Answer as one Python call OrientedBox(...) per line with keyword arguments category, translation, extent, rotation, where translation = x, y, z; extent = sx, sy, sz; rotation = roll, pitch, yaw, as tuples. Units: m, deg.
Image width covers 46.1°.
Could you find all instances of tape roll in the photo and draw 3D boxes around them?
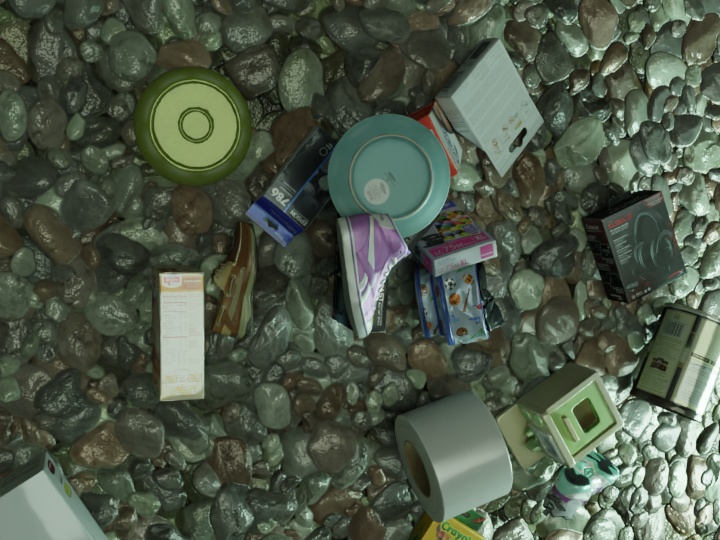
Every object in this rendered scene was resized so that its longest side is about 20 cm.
OrientedBox(category="tape roll", translation=(0.163, 0.332, 1.520), extent=(0.139, 0.203, 0.204), rotation=(-17, 100, -16))

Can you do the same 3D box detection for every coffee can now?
OrientedBox(category="coffee can", translation=(0.645, 0.183, 1.689), extent=(0.146, 0.146, 0.201), rotation=(23, 87, -18))

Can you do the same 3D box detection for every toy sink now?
OrientedBox(category="toy sink", translation=(0.384, 0.293, 1.634), extent=(0.200, 0.112, 0.131), rotation=(-32, 103, -12))

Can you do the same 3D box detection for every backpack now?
OrientedBox(category="backpack", translation=(0.170, 0.043, 1.505), extent=(0.153, 0.191, 0.201), rotation=(-17, 100, 1))

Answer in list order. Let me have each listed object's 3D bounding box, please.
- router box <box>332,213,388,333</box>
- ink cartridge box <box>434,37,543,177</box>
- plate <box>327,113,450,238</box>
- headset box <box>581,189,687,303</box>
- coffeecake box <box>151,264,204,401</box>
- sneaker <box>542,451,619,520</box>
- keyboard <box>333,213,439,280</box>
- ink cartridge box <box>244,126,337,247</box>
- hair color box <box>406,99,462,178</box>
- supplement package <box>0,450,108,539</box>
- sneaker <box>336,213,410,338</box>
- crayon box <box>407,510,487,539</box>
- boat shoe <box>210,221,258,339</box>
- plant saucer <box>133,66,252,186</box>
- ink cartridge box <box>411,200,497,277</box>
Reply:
OrientedBox(category="router box", translation=(0.000, 0.000, 1.467), extent=(0.062, 0.150, 0.201), rotation=(1, 94, -16))
OrientedBox(category="ink cartridge box", translation=(0.243, -0.300, 1.569), extent=(0.163, 0.057, 0.200), rotation=(-51, 128, -20))
OrientedBox(category="plate", translation=(0.047, -0.148, 1.346), extent=(0.199, 0.026, 0.201), rotation=(-1, 97, -7))
OrientedBox(category="headset box", translation=(0.539, -0.057, 1.672), extent=(0.148, 0.077, 0.201), rotation=(-24, 103, -14))
OrientedBox(category="coffeecake box", translation=(-0.299, 0.096, 1.379), extent=(0.073, 0.153, 0.201), rotation=(0, 94, -18))
OrientedBox(category="sneaker", translation=(0.424, 0.439, 1.682), extent=(0.199, 0.078, 0.140), rotation=(0, 127, -44))
OrientedBox(category="keyboard", translation=(0.031, -0.064, 1.382), extent=(0.127, 0.021, 0.200), rotation=(42, 83, -14))
OrientedBox(category="ink cartridge box", translation=(-0.102, -0.145, 1.482), extent=(0.099, 0.039, 0.200), rotation=(39, 83, -17))
OrientedBox(category="hair color box", translation=(0.124, -0.223, 1.461), extent=(0.064, 0.200, 0.111), rotation=(-26, 104, 15))
OrientedBox(category="supplement package", translation=(-0.520, 0.426, 1.359), extent=(0.155, 0.111, 0.201), rotation=(-32, 104, -12))
OrientedBox(category="sneaker", translation=(0.028, 0.008, 1.337), extent=(0.114, 0.073, 0.201), rotation=(-8, 110, -11))
OrientedBox(category="crayon box", translation=(0.152, 0.536, 1.613), extent=(0.127, 0.051, 0.200), rotation=(34, 84, -17))
OrientedBox(category="boat shoe", translation=(-0.217, 0.017, 1.441), extent=(0.073, 0.076, 0.201), rotation=(4, 92, -15))
OrientedBox(category="plant saucer", translation=(-0.278, -0.243, 1.422), extent=(0.199, 0.031, 0.201), rotation=(-1, 95, -17))
OrientedBox(category="ink cartridge box", translation=(0.139, -0.065, 1.482), extent=(0.119, 0.200, 0.042), rotation=(-18, 122, -14))
